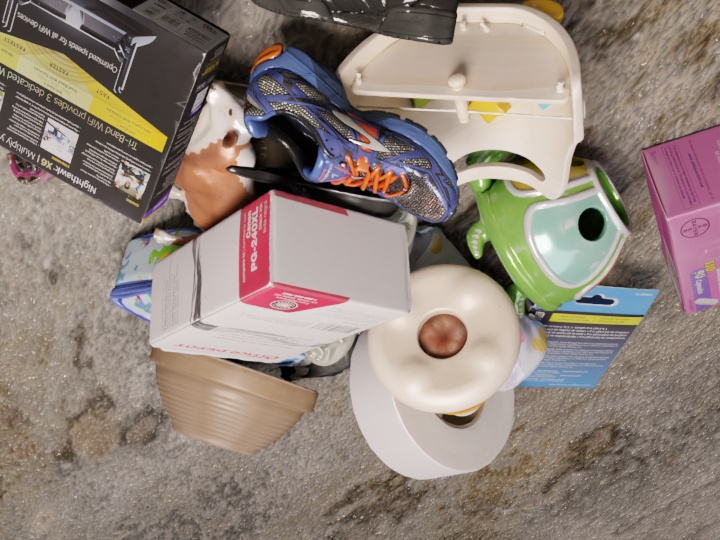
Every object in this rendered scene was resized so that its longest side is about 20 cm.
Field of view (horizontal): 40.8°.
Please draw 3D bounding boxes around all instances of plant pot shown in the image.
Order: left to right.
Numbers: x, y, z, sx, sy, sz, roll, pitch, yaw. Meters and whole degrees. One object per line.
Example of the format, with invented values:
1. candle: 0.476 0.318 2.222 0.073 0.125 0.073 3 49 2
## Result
1. plant pot: -0.154 0.152 1.106 0.199 0.094 0.201 18 170 3

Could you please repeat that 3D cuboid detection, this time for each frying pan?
1. frying pan: -0.027 -0.062 0.811 0.114 0.031 0.190 13 -171 14

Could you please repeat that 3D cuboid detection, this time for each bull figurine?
1. bull figurine: -0.135 -0.079 0.839 0.120 0.066 0.201 10 144 12

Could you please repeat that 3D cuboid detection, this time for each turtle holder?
1. turtle holder: 0.181 -0.060 0.949 0.131 0.187 0.141 -28 169 26

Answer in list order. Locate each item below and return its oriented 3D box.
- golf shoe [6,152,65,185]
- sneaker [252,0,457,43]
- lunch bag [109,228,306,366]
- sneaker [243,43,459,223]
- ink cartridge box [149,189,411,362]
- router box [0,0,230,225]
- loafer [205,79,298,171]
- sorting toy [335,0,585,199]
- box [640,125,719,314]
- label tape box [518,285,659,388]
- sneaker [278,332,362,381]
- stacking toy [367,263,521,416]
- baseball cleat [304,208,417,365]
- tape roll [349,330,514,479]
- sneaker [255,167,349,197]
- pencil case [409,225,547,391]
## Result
1. golf shoe: -0.221 -0.151 0.825 0.200 0.073 0.092 -42 162 31
2. sneaker: 0.017 -0.235 0.733 0.198 0.060 0.105 15 107 15
3. lunch bag: -0.150 0.034 1.014 0.160 0.083 0.199 -4 152 46
4. sneaker: -0.011 -0.092 0.769 0.199 0.079 0.075 31 143 -5
5. ink cartridge box: -0.075 0.014 0.841 0.144 0.084 0.199 12 157 -38
6. router box: -0.217 -0.152 0.732 0.199 0.052 0.158 30 121 -1
7. loafer: -0.080 -0.133 0.859 0.198 0.069 0.076 14 146 0
8. sorting toy: 0.104 -0.127 0.824 0.198 0.108 0.181 7 144 23
9. box: 0.407 -0.064 0.990 0.198 0.097 0.176 -17 141 13
10. label tape box: 0.244 0.060 1.152 0.141 0.067 0.201 3 138 -12
11. sneaker: -0.027 0.067 1.123 0.089 0.067 0.201 6 144 -21
12. stacking toy: 0.093 0.095 0.976 0.144 0.148 0.200 -12 154 7
13. baseball cleat: 0.000 0.000 0.970 0.069 0.106 0.201 34 113 3
14. tape roll: 0.085 0.132 1.099 0.201 0.205 0.070 24 149 -33
15. sneaker: -0.051 -0.069 0.946 0.199 0.060 0.104 -36 129 28
16. pencil case: 0.113 0.042 1.045 0.200 0.083 0.091 40 98 -18
